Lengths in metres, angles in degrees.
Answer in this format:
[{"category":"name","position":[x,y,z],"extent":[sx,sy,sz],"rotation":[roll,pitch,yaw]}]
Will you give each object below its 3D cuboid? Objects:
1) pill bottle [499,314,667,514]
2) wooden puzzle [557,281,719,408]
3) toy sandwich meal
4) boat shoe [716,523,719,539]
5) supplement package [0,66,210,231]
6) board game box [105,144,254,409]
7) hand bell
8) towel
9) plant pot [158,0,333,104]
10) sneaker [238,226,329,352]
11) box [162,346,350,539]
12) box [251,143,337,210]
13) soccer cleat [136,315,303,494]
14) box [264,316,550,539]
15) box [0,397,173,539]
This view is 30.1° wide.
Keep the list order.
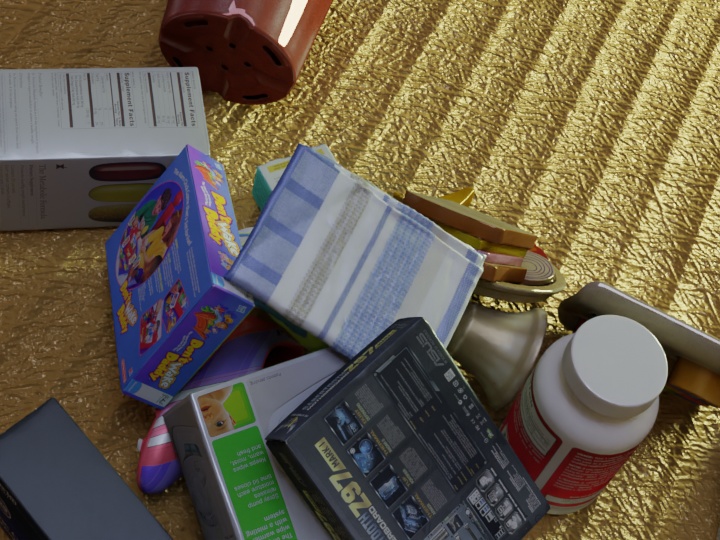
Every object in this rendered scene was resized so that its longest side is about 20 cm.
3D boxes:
[{"category":"pill bottle","position":[0.194,0.126,1.172],"extent":[0.110,0.201,0.114],"rotation":[6,57,-9]},{"category":"wooden puzzle","position":[0.269,0.078,1.234],"extent":[0.183,0.200,0.047],"rotation":[27,83,5]},{"category":"toy sandwich meal","position":[0.111,-0.033,1.277],"extent":[0.202,0.071,0.205],"rotation":[16,16,-5]},{"category":"boat shoe","position":[0.385,0.191,1.258],"extent":[0.075,0.061,0.202],"rotation":[17,56,-1]},{"category":"supplement package","position":[-0.250,-0.117,1.279],"extent":[0.197,0.114,0.111],"rotation":[-3,57,-14]},{"category":"board game box","position":[-0.164,0.002,1.177],"extent":[0.044,0.135,0.201],"rotation":[28,28,-33]},{"category":"hand bell","position":[0.062,0.039,1.235],"extent":[0.198,0.104,0.105],"rotation":[27,56,-8]},{"category":"towel","position":[0.000,0.000,1.127],"extent":[0.198,0.024,0.148],"rotation":[32,67,-10]},{"category":"plant pot","position":[-0.111,-0.293,1.387],"extent":[0.198,0.201,0.198],"rotation":[17,64,-1]},{"category":"sneaker","position":[-0.084,-0.005,1.212],"extent":[0.076,0.105,0.199],"rotation":[-51,44,-4]},{"category":"box","position":[-0.041,0.166,1.126],"extent":[0.198,0.097,0.179],"rotation":[-16,80,-26]},{"category":"box","position":[-0.026,-0.024,1.309],"extent":[0.081,0.049,0.201],"rotation":[-20,64,-23]},{"category":"soccer cleat","position":[-0.125,0.120,1.184],"extent":[0.076,0.067,0.201],"rotation":[20,50,19]},{"category":"box","position":[0.040,0.164,1.070],"extent":[0.157,0.051,0.201],"rotation":[-40,102,-24]},{"category":"box","position":[-0.210,0.221,1.059],"extent":[0.078,0.142,0.200],"rotation":[-34,70,-29]}]
